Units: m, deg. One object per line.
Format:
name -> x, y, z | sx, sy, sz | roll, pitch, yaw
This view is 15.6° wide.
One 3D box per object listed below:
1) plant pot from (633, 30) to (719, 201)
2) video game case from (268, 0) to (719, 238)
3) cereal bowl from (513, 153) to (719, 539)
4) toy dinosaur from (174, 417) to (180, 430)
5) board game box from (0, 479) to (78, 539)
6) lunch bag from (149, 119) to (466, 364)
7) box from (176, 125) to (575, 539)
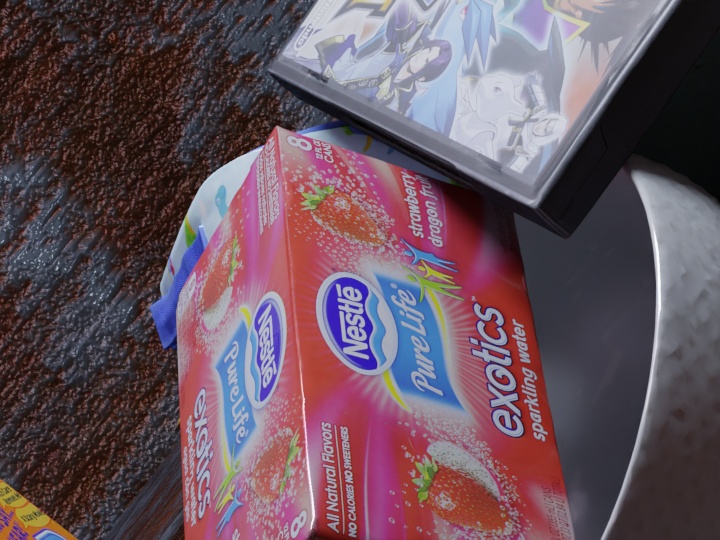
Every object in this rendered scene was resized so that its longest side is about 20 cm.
plant pot -> 0.153, -0.131, 1.035 | 0.196, 0.201, 0.200 | -40, 6, 1
video game case -> 0.074, -0.124, 0.948 | 0.201, 0.025, 0.180 | -54, 38, -4
cereal bowl -> 0.088, 0.060, 0.925 | 0.200, 0.083, 0.201 | 129, 150, -46
toy dinosaur -> -0.042, 0.046, 1.304 | 0.201, 0.060, 0.106 | 100, -165, -45
board game box -> -0.195, 0.269, 1.442 | 0.200, 0.200, 0.200 | -50, 6, 5
lunch bag -> 0.000, 0.000, 1.089 | 0.160, 0.083, 0.200 | -11, -15, -16
box -> 0.001, 0.058, 0.893 | 0.201, 0.099, 0.096 | -96, 30, -48
